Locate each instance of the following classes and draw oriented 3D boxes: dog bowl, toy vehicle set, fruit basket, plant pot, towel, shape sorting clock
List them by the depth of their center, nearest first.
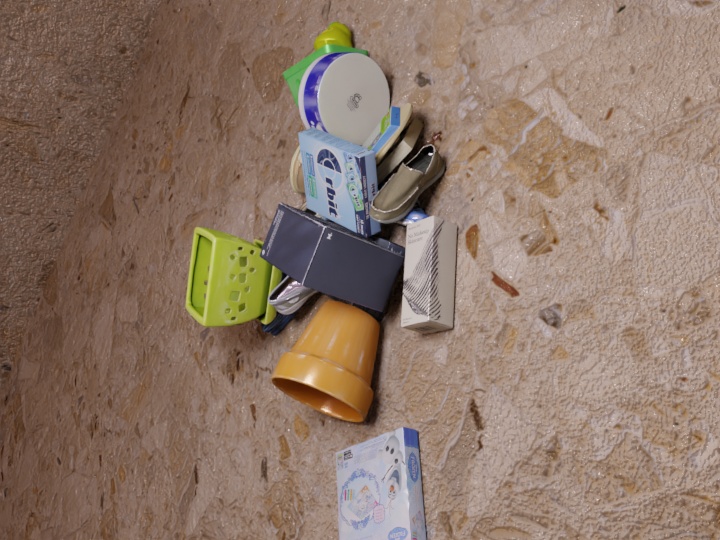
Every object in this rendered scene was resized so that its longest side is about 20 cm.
[{"bbox_3d":[-0.049,0.169,1.572,0.199,0.199,0.185,-5,56,52],"label":"plant pot"},{"bbox_3d":[0.042,-0.260,1.649,0.201,0.039,0.201,-52,13,18],"label":"shape sorting clock"},{"bbox_3d":[0.049,-0.222,1.678,0.200,0.026,0.125,-45,12,33],"label":"toy vehicle set"},{"bbox_3d":[-0.034,-0.373,1.759,0.078,0.198,0.203,17,89,52],"label":"dog bowl"},{"bbox_3d":[-0.284,0.018,1.835,0.198,0.179,0.204,22,104,63],"label":"plant pot"},{"bbox_3d":[-0.173,0.053,1.892,0.200,0.048,0.113,-48,41,30],"label":"towel"},{"bbox_3d":[-0.080,-0.512,1.945,0.214,0.154,0.220,5,96,50],"label":"fruit basket"}]

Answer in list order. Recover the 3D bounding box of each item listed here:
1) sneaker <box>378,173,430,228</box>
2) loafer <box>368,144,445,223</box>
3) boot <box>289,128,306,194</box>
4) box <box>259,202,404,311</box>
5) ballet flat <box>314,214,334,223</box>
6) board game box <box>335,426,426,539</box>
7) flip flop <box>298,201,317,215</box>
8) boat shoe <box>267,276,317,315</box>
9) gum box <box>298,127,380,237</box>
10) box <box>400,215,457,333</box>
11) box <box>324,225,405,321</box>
[{"bbox_3d":[0.083,-0.141,1.606,0.200,0.078,0.090,45,114,52],"label":"sneaker"},{"bbox_3d":[0.085,-0.172,1.542,0.075,0.070,0.200,27,62,31],"label":"loafer"},{"bbox_3d":[-0.088,-0.269,1.900,0.154,0.071,0.203,23,94,52],"label":"boot"},{"bbox_3d":[-0.059,-0.025,1.552,0.198,0.198,0.125,28,97,55],"label":"box"},{"bbox_3d":[-0.087,-0.090,1.766,0.200,0.073,0.075,-179,106,-78],"label":"ballet flat"},{"bbox_3d":[0.033,0.411,1.463,0.199,0.043,0.202,-31,52,43],"label":"board game box"},{"bbox_3d":[-0.133,-0.096,1.888,0.057,0.081,0.201,39,100,16],"label":"flip flop"},{"bbox_3d":[-0.119,0.013,1.775,0.201,0.065,0.075,-41,59,1],"label":"boat shoe"},{"bbox_3d":[-0.043,-0.180,1.617,0.199,0.044,0.172,29,134,44],"label":"gum box"},{"bbox_3d":[0.128,0.009,1.487,0.082,0.068,0.203,-19,61,48],"label":"box"},{"bbox_3d":[0.000,0.000,1.679,0.199,0.050,0.160,23,95,55],"label":"box"}]
